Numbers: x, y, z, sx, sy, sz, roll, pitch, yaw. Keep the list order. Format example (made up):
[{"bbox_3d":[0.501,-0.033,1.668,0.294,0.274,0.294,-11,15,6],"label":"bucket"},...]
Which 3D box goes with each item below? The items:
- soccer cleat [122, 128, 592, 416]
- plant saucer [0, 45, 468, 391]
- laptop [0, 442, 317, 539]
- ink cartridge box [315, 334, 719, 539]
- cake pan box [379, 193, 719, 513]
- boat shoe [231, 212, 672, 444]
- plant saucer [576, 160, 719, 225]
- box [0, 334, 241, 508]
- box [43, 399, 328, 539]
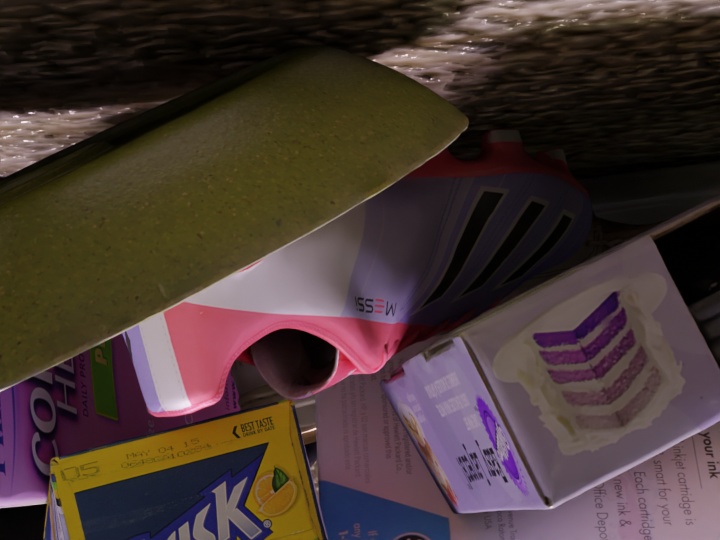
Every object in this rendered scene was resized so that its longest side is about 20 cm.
[{"bbox_3d":[0.000,0.000,0.767,0.066,0.077,0.199,-8,174,35],"label":"soccer cleat"},{"bbox_3d":[-0.073,-0.003,0.584,0.199,0.031,0.200,-25,-172,3],"label":"plant saucer"},{"bbox_3d":[-0.104,0.096,1.060,0.200,0.187,0.116,41,179,38],"label":"laptop"},{"bbox_3d":[0.089,0.073,0.825,0.198,0.116,0.068,-8,134,4],"label":"ink cartridge box"},{"bbox_3d":[0.103,0.002,0.706,0.183,0.053,0.200,-28,177,-8],"label":"cake pan box"},{"bbox_3d":[0.048,0.000,0.900,0.199,0.067,0.074,-18,175,-1],"label":"boat shoe"},{"bbox_3d":[0.134,-0.007,1.017,0.198,0.051,0.200,-5,176,0],"label":"plant saucer"},{"bbox_3d":[-0.146,0.033,0.906,0.175,0.098,0.200,-7,176,27],"label":"box"},{"bbox_3d":[-0.053,0.089,0.796,0.070,0.065,0.200,-13,171,-10],"label":"box"}]
